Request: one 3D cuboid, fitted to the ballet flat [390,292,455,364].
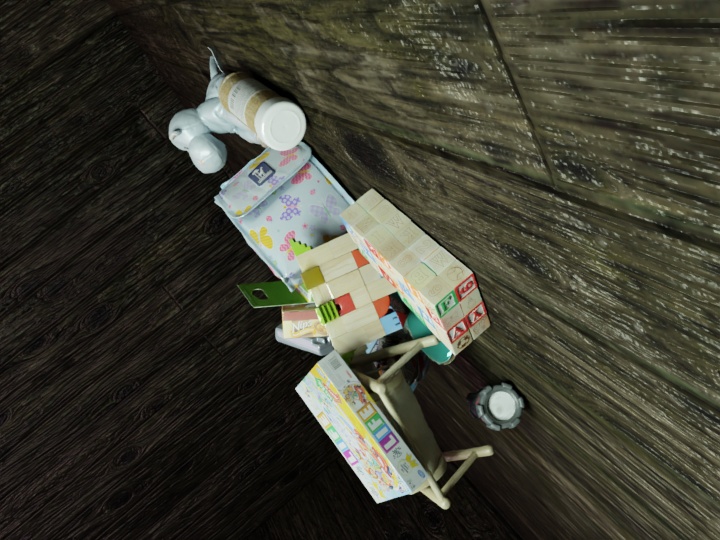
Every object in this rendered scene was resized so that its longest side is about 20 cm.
[{"bbox_3d":[0.086,0.049,0.958,0.201,0.076,0.064,54,-155,16],"label":"ballet flat"}]

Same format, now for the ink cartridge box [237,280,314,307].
[{"bbox_3d":[-0.117,0.004,1.177,0.148,0.198,0.077,-145,53,-62],"label":"ink cartridge box"}]

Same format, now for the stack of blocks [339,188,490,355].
[{"bbox_3d":[0.065,-0.002,0.792,0.200,0.058,0.115,46,171,39],"label":"stack of blocks"}]

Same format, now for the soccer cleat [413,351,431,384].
[{"bbox_3d":[0.097,0.113,1.143,0.069,0.086,0.202,19,135,23],"label":"soccer cleat"}]

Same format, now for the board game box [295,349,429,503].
[{"bbox_3d":[-0.004,0.216,0.866,0.201,0.034,0.135,52,151,9],"label":"board game box"}]

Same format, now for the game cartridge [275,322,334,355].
[{"bbox_3d":[-0.061,0.105,1.232,0.132,0.199,0.042,7,109,39],"label":"game cartridge"}]

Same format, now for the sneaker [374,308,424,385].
[{"bbox_3d":[0.063,0.138,1.044,0.077,0.082,0.201,17,143,26],"label":"sneaker"}]

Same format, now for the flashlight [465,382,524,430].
[{"bbox_3d":[0.205,0.210,0.978,0.200,0.067,0.068,65,-170,-75],"label":"flashlight"}]

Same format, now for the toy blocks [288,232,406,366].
[{"bbox_3d":[0.001,0.022,0.908,0.100,0.135,0.202,-39,-74,-87],"label":"toy blocks"}]

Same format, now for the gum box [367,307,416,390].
[{"bbox_3d":[0.063,0.171,1.217,0.044,0.171,0.201,19,155,33],"label":"gum box"}]

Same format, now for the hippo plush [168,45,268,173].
[{"bbox_3d":[-0.259,-0.265,1.117,0.201,0.160,0.159,52,173,-11],"label":"hippo plush"}]

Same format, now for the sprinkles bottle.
[{"bbox_3d":[-0.147,-0.237,0.931,0.200,0.068,0.068,44,170,50],"label":"sprinkles bottle"}]

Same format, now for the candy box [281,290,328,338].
[{"bbox_3d":[-0.090,0.064,1.212,0.200,0.114,0.056,-108,16,-71],"label":"candy box"}]

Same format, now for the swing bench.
[{"bbox_3d":[0.055,0.217,0.938,0.199,0.129,0.200,-15,106,54],"label":"swing bench"}]

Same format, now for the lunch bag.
[{"bbox_3d":[-0.115,-0.098,1.005,0.201,0.169,0.127,50,174,12],"label":"lunch bag"}]
